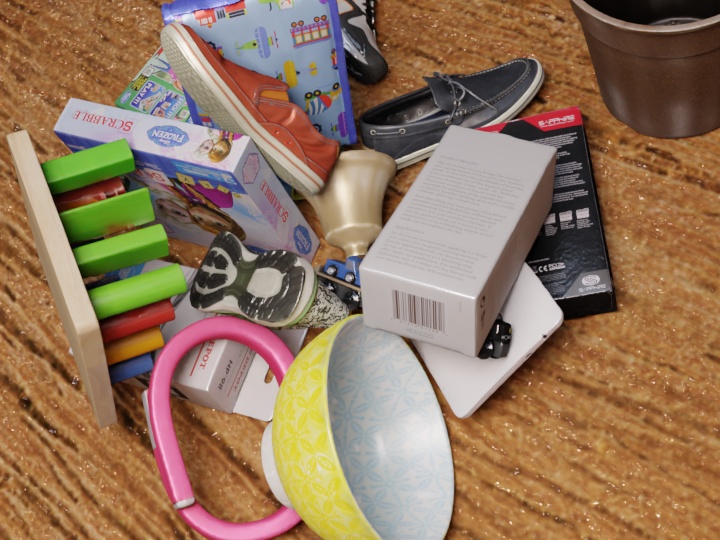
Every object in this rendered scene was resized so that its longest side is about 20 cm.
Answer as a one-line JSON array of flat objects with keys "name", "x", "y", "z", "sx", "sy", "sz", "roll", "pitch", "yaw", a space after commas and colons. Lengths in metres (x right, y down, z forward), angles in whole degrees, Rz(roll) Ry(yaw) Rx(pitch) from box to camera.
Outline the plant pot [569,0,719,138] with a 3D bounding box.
[{"name": "plant pot", "x": 0.285, "y": -0.233, "z": 0.993, "sx": 0.200, "sy": 0.198, "sz": 0.201, "roll": -8, "pitch": 60, "yaw": 14}]

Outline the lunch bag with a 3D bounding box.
[{"name": "lunch bag", "x": -0.090, "y": -0.192, "z": 0.999, "sx": 0.150, "sy": 0.200, "sz": 0.094, "roll": -12, "pitch": 61, "yaw": -3}]

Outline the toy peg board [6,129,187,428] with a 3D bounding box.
[{"name": "toy peg board", "x": -0.222, "y": 0.001, "z": 0.966, "sx": 0.098, "sy": 0.199, "sz": 0.200, "roll": -18, "pitch": 64, "yaw": -17}]

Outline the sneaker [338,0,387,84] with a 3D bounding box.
[{"name": "sneaker", "x": -0.013, "y": -0.284, "z": 1.188, "sx": 0.080, "sy": 0.074, "sz": 0.200, "roll": -28, "pitch": 59, "yaw": -1}]

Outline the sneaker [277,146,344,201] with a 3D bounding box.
[{"name": "sneaker", "x": -0.055, "y": -0.151, "z": 1.133, "sx": 0.130, "sy": 0.080, "sz": 0.200, "roll": 23, "pitch": 66, "yaw": 15}]

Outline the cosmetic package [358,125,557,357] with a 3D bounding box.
[{"name": "cosmetic package", "x": 0.085, "y": -0.030, "z": 0.916, "sx": 0.101, "sy": 0.071, "sz": 0.200, "roll": 16, "pitch": 48, "yaw": 21}]

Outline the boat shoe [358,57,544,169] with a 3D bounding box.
[{"name": "boat shoe", "x": 0.088, "y": -0.165, "z": 1.091, "sx": 0.200, "sy": 0.062, "sz": 0.075, "roll": -24, "pitch": 37, "yaw": 5}]

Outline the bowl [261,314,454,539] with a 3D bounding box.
[{"name": "bowl", "x": -0.016, "y": 0.147, "z": 0.903, "sx": 0.107, "sy": 0.200, "sz": 0.201, "roll": -21, "pitch": 57, "yaw": 27}]

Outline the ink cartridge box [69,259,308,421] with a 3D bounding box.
[{"name": "ink cartridge box", "x": -0.162, "y": 0.061, "z": 1.052, "sx": 0.199, "sy": 0.067, "sz": 0.116, "roll": 12, "pitch": 68, "yaw": 22}]

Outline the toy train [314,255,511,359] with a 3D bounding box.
[{"name": "toy train", "x": 0.040, "y": 0.027, "z": 0.946, "sx": 0.200, "sy": 0.034, "sz": 0.046, "roll": 19, "pitch": 98, "yaw": 29}]

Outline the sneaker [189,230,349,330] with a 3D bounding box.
[{"name": "sneaker", "x": -0.082, "y": 0.023, "z": 0.964, "sx": 0.200, "sy": 0.089, "sz": 0.077, "roll": 19, "pitch": 80, "yaw": 55}]

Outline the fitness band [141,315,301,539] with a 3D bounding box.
[{"name": "fitness band", "x": -0.110, "y": 0.138, "z": 0.962, "sx": 0.143, "sy": 0.037, "sz": 0.201, "roll": -13, "pitch": 79, "yaw": -20}]

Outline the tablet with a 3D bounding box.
[{"name": "tablet", "x": 0.089, "y": 0.020, "z": 0.979, "sx": 0.130, "sy": 0.014, "sz": 0.200, "roll": -48, "pitch": 45, "yaw": 17}]

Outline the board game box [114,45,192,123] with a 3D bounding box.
[{"name": "board game box", "x": -0.166, "y": -0.232, "z": 1.233, "sx": 0.134, "sy": 0.029, "sz": 0.200, "roll": 27, "pitch": 74, "yaw": 28}]

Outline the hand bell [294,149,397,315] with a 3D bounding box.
[{"name": "hand bell", "x": 0.000, "y": 0.000, "z": 1.026, "sx": 0.104, "sy": 0.104, "sz": 0.201, "roll": -13, "pitch": 72, "yaw": 10}]

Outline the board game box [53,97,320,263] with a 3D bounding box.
[{"name": "board game box", "x": -0.161, "y": -0.078, "z": 1.049, "sx": 0.200, "sy": 0.200, "sz": 0.041, "roll": 15, "pitch": 70, "yaw": 24}]

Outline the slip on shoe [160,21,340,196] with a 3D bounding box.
[{"name": "slip on shoe", "x": -0.094, "y": -0.147, "z": 0.953, "sx": 0.061, "sy": 0.200, "sz": 0.074, "roll": -54, "pitch": 28, "yaw": -10}]

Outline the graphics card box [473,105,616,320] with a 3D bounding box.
[{"name": "graphics card box", "x": 0.160, "y": -0.048, "z": 1.019, "sx": 0.125, "sy": 0.051, "sz": 0.200, "roll": -11, "pitch": 60, "yaw": 12}]
